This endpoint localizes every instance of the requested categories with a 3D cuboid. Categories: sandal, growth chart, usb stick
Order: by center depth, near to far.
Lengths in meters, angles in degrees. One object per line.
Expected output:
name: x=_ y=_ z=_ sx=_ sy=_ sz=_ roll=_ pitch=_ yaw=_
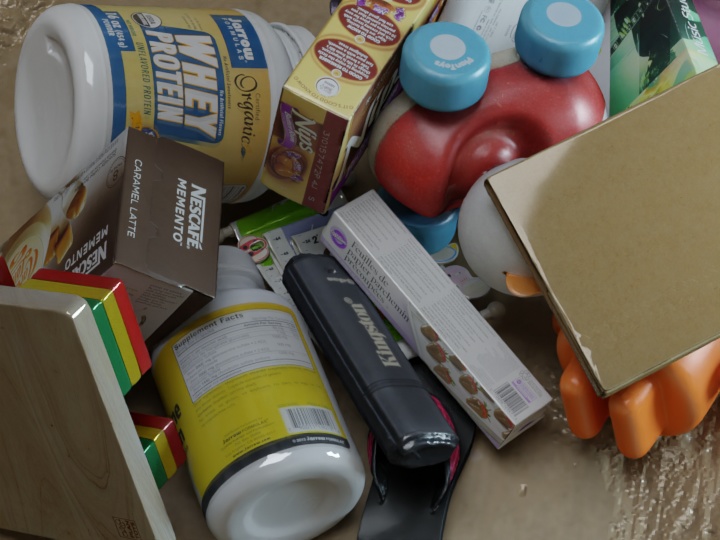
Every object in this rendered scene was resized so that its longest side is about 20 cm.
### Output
sandal: x=0.036 y=0.128 z=1.517 sx=0.075 sy=0.045 sz=0.200 roll=2 pitch=50 yaw=9
usb stick: x=0.004 y=0.059 z=1.525 sx=0.055 sy=0.033 sz=0.200 roll=-3 pitch=41 yaw=-30
growth chart: x=0.000 y=0.000 z=1.622 sx=0.145 sy=0.018 sz=0.200 roll=-29 pitch=51 yaw=-21

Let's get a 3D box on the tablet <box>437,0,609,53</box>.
tablet: x=0.114 y=-0.174 z=1.619 sx=0.130 sy=0.200 sz=0.014 roll=10 pitch=28 yaw=-31

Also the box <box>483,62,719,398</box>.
box: x=0.206 y=-0.032 z=1.463 sx=0.200 sy=0.021 sz=0.164 roll=-26 pitch=79 yaw=-9

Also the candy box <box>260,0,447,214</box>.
candy box: x=0.005 y=-0.150 z=1.560 sx=0.056 sy=0.117 sz=0.200 roll=27 pitch=56 yaw=6

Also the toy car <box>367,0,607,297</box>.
toy car: x=0.120 y=-0.052 z=1.540 sx=0.177 sy=0.184 sz=0.200 roll=-17 pitch=55 yaw=-23

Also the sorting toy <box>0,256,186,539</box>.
sorting toy: x=-0.218 y=0.079 z=1.470 sx=0.199 sy=0.200 sz=0.070 roll=6 pitch=38 yaw=33

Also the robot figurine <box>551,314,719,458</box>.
robot figurine: x=0.210 y=0.031 z=1.529 sx=0.117 sy=0.144 sz=0.200 roll=46 pitch=63 yaw=-16

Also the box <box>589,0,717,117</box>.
box: x=0.191 y=-0.158 z=1.655 sx=0.036 sy=0.144 sz=0.200 roll=12 pitch=46 yaw=-34

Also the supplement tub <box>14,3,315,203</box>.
supplement tub: x=-0.136 y=-0.120 z=1.621 sx=0.200 sy=0.145 sz=0.145 roll=-2 pitch=50 yaw=-29

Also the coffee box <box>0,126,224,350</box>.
coffee box: x=-0.181 y=0.003 z=1.536 sx=0.080 sy=0.200 sz=0.114 roll=21 pitch=53 yaw=-29

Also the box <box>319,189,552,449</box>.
box: x=0.052 y=0.033 z=1.545 sx=0.041 sy=0.039 sz=0.200 roll=-32 pitch=73 yaw=-32

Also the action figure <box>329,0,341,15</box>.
action figure: x=0.076 y=-0.231 z=1.705 sx=0.200 sy=0.069 sz=0.130 roll=-18 pitch=45 yaw=26

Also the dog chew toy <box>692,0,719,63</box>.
dog chew toy: x=0.289 y=-0.228 z=1.651 sx=0.124 sy=0.200 sz=0.125 roll=-3 pitch=55 yaw=4

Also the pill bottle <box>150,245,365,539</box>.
pill bottle: x=-0.079 y=0.083 z=1.525 sx=0.112 sy=0.112 sz=0.200 roll=-19 pitch=55 yaw=-7
